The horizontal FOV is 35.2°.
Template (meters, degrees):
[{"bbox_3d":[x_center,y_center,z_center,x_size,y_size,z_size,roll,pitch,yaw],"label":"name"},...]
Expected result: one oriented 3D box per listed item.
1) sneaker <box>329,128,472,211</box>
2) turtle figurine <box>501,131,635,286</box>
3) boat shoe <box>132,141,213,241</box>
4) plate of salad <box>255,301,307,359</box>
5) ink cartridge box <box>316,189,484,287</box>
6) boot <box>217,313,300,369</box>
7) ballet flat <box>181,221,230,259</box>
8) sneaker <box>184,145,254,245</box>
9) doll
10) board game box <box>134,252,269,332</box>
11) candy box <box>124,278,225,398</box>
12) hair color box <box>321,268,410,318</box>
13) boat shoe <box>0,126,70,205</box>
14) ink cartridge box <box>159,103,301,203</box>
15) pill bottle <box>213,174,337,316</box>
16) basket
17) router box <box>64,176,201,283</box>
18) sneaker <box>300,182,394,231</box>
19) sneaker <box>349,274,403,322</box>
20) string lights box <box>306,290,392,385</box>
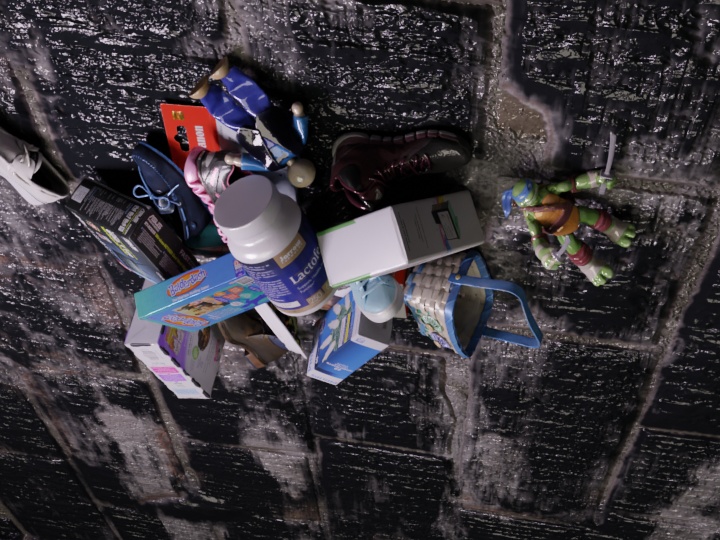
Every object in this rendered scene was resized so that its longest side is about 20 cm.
[{"bbox_3d":[0.049,-0.126,1.540,0.198,0.116,0.076,0,142,18],"label":"sneaker"},{"bbox_3d":[0.306,-0.059,1.545,0.193,0.145,0.199,31,148,-35],"label":"turtle figurine"},{"bbox_3d":[-0.284,-0.110,1.702,0.084,0.069,0.200,28,162,41],"label":"boat shoe"},{"bbox_3d":[-0.144,0.064,1.903,0.201,0.048,0.200,51,173,9],"label":"plate of salad"},{"bbox_3d":[0.059,-0.046,1.606,0.144,0.085,0.199,-18,178,39],"label":"ink cartridge box"},{"bbox_3d":[-0.188,0.099,2.052,0.096,0.075,0.200,-20,141,14],"label":"boot"},{"bbox_3d":[-0.188,-0.047,1.814,0.198,0.077,0.064,11,180,10],"label":"ballet flat"},{"bbox_3d":[-0.168,-0.100,1.626,0.094,0.080,0.201,-6,140,27],"label":"sneaker"},{"bbox_3d":[-0.135,-0.186,1.516,0.136,0.049,0.200,-38,112,22],"label":"doll"},{"bbox_3d":[-0.223,0.034,1.749,0.198,0.045,0.152,-22,161,20],"label":"board game box"},{"bbox_3d":[-0.314,0.105,1.987,0.071,0.169,0.200,-3,146,22],"label":"candy box"},{"bbox_3d":[-0.020,0.017,1.850,0.197,0.065,0.111,6,150,10],"label":"hair color box"},{"bbox_3d":[-0.511,-0.164,1.714,0.065,0.073,0.200,-7,145,19],"label":"boat shoe"},{"bbox_3d":[-0.185,-0.163,1.627,0.197,0.048,0.161,7,149,3],"label":"ink cartridge box"},{"bbox_3d":[-0.116,-0.035,1.587,0.115,0.117,0.200,-7,142,27],"label":"pill bottle"},{"bbox_3d":[0.178,0.058,1.775,0.198,0.140,0.177,6,149,28],"label":"basket"},{"bbox_3d":[-0.350,-0.049,1.781,0.149,0.062,0.200,23,161,31],"label":"router box"},{"bbox_3d":[-0.032,-0.096,1.687,0.198,0.072,0.083,-24,180,26],"label":"sneaker"},{"bbox_3d":[0.000,0.000,1.706,0.074,0.200,0.082,-40,127,6],"label":"sneaker"},{"bbox_3d":[-0.015,0.101,1.824,0.058,0.104,0.200,19,149,-19],"label":"string lights box"}]
